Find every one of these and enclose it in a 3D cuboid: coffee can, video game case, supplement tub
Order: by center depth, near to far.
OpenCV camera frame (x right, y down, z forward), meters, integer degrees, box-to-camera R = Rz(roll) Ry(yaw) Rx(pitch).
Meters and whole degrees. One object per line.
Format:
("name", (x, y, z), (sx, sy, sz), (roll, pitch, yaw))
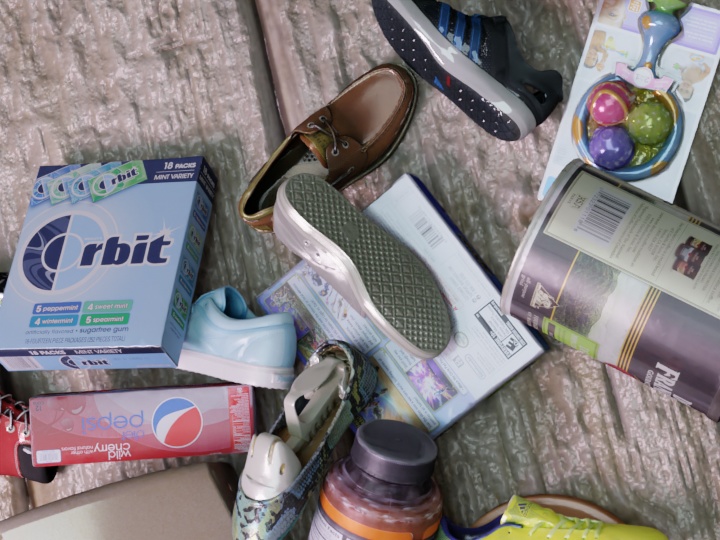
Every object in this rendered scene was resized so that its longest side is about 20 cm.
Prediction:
("coffee can", (0.236, 0.014, 1.300), (0.200, 0.146, 0.147), (27, 96, 15))
("supplement tub", (0.009, 0.229, 1.352), (0.107, 0.107, 0.200), (21, 113, 15))
("video game case", (0.037, 0.047, 1.407), (0.181, 0.045, 0.200), (-39, 79, 11))

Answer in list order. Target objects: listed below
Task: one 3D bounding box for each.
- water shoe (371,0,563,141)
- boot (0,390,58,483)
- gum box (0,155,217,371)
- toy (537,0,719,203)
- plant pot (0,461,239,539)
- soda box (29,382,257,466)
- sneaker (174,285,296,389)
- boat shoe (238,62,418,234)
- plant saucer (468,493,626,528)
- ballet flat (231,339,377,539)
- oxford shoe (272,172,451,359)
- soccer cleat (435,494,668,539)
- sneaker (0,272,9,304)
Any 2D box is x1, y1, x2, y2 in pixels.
("water shoe", (0.093, -0.197, 1.399), (0.079, 0.072, 0.200), (-39, 76, -17))
("boot", (-0.343, 0.113, 1.467), (0.144, 0.072, 0.200), (3, 127, 15))
("gum box", (-0.230, -0.007, 1.436), (0.170, 0.045, 0.200), (-3, 58, 18))
("toy", (0.231, -0.141, 1.356), (0.115, 0.047, 0.200), (19, 93, 17))
("plant pot", (-0.171, 0.269, 1.393), (0.177, 0.200, 0.200), (-27, 81, 1))
("soda box", (-0.193, 0.137, 1.429), (0.200, 0.070, 0.064), (-3, 89, -3))
("sneaker", (-0.137, 0.052, 1.433), (0.200, 0.074, 0.082), (10, 89, 29))
("boat shoe", (-0.027, -0.107, 1.418), (0.072, 0.068, 0.200), (44, 99, 14))
("plant saucer", (0.164, 0.295, 1.372), (0.200, 0.032, 0.201), (-1, 87, 16))
("ballet flat", (-0.058, 0.140, 1.331), (0.074, 0.074, 0.200), (23, 62, 15))
("oxford shoe", (0.000, 0.000, 1.370), (0.200, 0.075, 0.058), (45, 142, 5))
("soccer cleat", (0.156, 0.227, 1.327), (0.200, 0.065, 0.084), (-10, 83, 16))
("sneaker", (-0.377, 0.046, 1.521), (0.200, 0.074, 0.081), (1, 102, 19))
